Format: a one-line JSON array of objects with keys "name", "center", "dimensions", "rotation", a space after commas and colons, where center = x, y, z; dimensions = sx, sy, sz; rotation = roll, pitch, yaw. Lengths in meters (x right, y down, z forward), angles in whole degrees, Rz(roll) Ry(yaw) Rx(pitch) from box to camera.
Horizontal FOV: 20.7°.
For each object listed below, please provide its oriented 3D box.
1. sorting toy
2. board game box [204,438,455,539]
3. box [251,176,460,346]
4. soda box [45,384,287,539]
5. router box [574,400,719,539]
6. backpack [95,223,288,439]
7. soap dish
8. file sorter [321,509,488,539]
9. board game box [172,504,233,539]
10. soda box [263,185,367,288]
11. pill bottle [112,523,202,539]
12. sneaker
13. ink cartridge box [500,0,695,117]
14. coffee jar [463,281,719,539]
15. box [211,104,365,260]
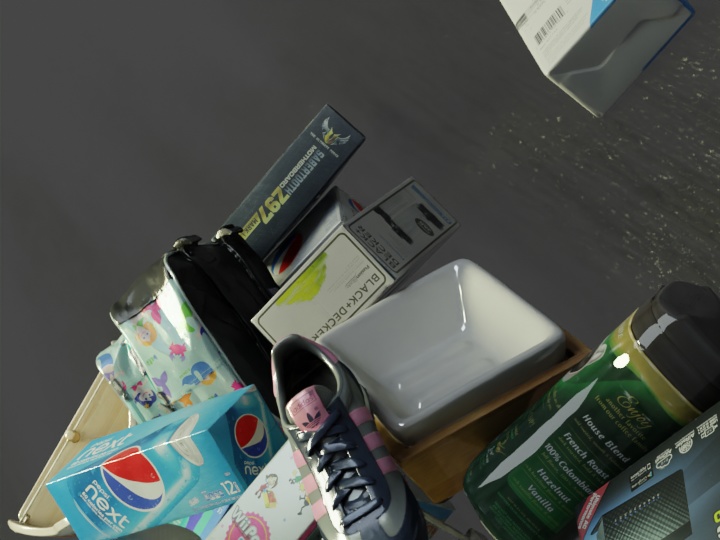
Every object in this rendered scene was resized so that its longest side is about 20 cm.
[{"name": "sorting toy", "center": [-0.228, 0.172, 1.766], "dimensions": [0.201, 0.106, 0.180], "rotation": [-60, 3, -6]}, {"name": "board game box", "center": [-0.046, 0.216, 1.428], "dimensions": [0.200, 0.147, 0.064], "rotation": [-52, 54, 11]}, {"name": "box", "center": [0.000, 0.000, 1.585], "dimensions": [0.117, 0.060, 0.200], "rotation": [-45, -2, 23]}, {"name": "soda box", "center": [-0.149, 0.152, 1.518], "dimensions": [0.199, 0.064, 0.068], "rotation": [-22, 14, 41]}, {"name": "router box", "center": [0.221, 0.157, 1.152], "dimensions": [0.200, 0.062, 0.150], "rotation": [-42, 32, 28]}, {"name": "backpack", "center": [-0.105, 0.086, 1.614], "dimensions": [0.151, 0.200, 0.177], "rotation": [-47, -12, 20]}, {"name": "soap dish", "center": [0.065, 0.078, 1.421], "dimensions": [0.157, 0.082, 0.200], "rotation": [-29, 24, -10]}, {"name": "file sorter", "center": [0.011, 0.262, 1.322], "dimensions": [0.201, 0.124, 0.139], "rotation": [-55, 28, 3]}, {"name": "board game box", "center": [-0.171, 0.265, 1.707], "dimensions": [0.201, 0.045, 0.152], "rotation": [-58, 28, -3]}, {"name": "soda box", "center": [-0.059, 0.025, 1.751], "dimensions": [0.200, 0.068, 0.064], "rotation": [-46, 26, 20]}, {"name": "pill bottle", "center": [-0.166, 0.308, 1.548], "dimensions": [0.109, 0.109, 0.201], "rotation": [-34, 46, 37]}, {"name": "sneaker", "center": [-0.018, 0.122, 1.278], "dimensions": [0.070, 0.082, 0.200], "rotation": [-34, 40, 5]}, {"name": "ink cartridge box", "center": [0.186, -0.227, 1.615], "dimensions": [0.116, 0.068, 0.200], "rotation": [-48, 29, 17]}, {"name": "coffee jar", "center": [0.164, 0.096, 1.272], "dimensions": [0.200, 0.085, 0.104], "rotation": [-45, -4, 23]}, {"name": "box", "center": [-0.065, -0.074, 1.790], "dimensions": [0.158, 0.051, 0.200], "rotation": [-50, 3, 0]}]
